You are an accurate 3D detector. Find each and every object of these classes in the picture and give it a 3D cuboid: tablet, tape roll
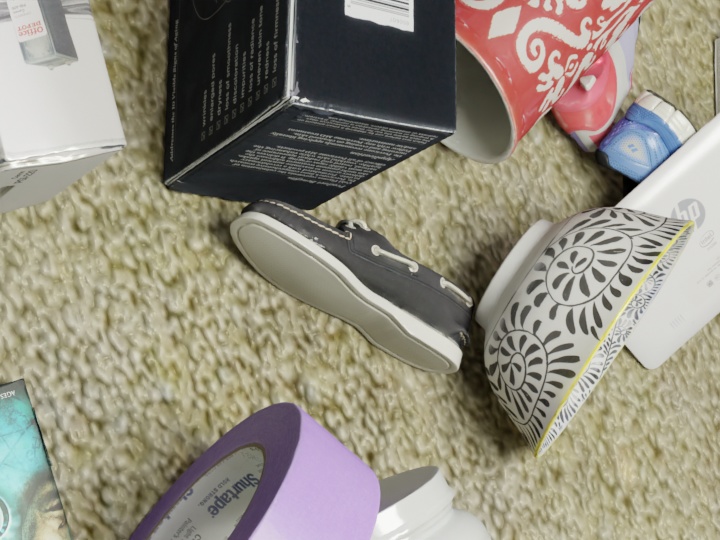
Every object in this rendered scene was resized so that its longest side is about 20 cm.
[{"bbox_3d":[0.260,-0.029,1.203,0.200,0.014,0.130,-42,112,4],"label":"tablet"},{"bbox_3d":[-0.079,0.175,0.922,0.066,0.200,0.200,43,62,-15],"label":"tape roll"}]

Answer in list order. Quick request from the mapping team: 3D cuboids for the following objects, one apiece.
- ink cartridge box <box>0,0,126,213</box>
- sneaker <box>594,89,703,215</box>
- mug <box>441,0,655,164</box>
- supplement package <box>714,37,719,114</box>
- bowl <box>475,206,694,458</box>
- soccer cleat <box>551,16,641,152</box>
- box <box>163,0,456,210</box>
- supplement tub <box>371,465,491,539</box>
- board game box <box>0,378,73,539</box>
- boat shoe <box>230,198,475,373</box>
[{"bbox_3d":[-0.224,-0.144,0.945,0.085,0.146,0.201,-11,84,-32],"label":"ink cartridge box"},{"bbox_3d":[0.249,-0.047,1.245,0.089,0.079,0.200,-39,115,4],"label":"sneaker"},{"bbox_3d":[0.122,-0.205,1.132,0.200,0.133,0.178,-42,136,-21],"label":"mug"},{"bbox_3d":[0.410,-0.119,1.324,0.199,0.111,0.156,10,74,-28],"label":"supplement package"},{"bbox_3d":[0.144,0.025,1.118,0.094,0.201,0.201,34,60,14],"label":"bowl"},{"bbox_3d":[0.196,-0.188,1.255,0.077,0.066,0.200,58,44,-46],"label":"soccer cleat"},{"bbox_3d":[-0.037,-0.164,1.027,0.124,0.196,0.201,8,74,-29],"label":"box"},{"bbox_3d":[0.037,0.242,1.006,0.144,0.145,0.201,-26,92,-32],"label":"supplement tub"},{"bbox_3d":[-0.272,0.155,0.917,0.199,0.028,0.136,-16,86,-32],"label":"board game box"},{"bbox_3d":[0.000,0.000,1.084,0.200,0.074,0.060,32,65,-23],"label":"boat shoe"}]
